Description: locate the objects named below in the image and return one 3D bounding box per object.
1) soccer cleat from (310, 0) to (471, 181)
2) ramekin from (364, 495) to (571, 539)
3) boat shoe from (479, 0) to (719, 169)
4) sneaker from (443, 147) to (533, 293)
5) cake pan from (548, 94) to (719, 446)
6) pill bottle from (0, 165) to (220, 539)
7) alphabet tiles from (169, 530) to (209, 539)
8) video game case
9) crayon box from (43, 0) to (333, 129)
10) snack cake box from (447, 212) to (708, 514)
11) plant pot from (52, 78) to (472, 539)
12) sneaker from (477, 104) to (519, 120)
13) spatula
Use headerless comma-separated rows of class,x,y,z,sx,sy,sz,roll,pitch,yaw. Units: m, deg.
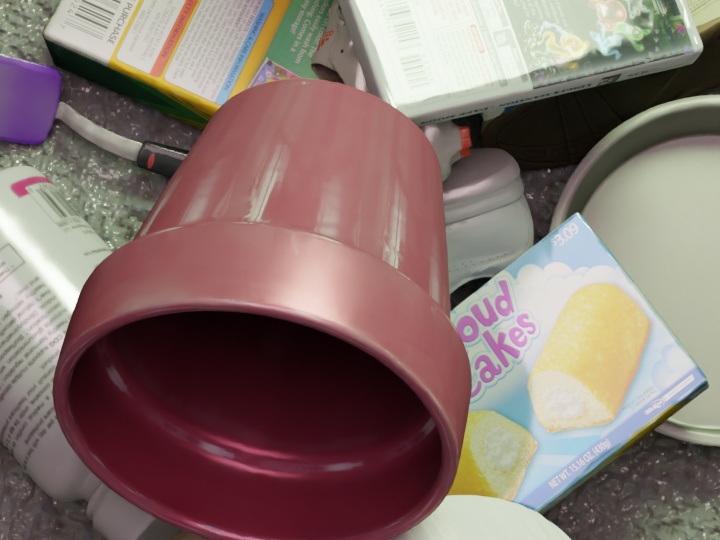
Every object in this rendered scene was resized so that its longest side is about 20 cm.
soccer cleat,0.007,-0.139,1.321,0.077,0.069,0.201,-10,77,-1
ramekin,0.050,0.212,1.243,0.199,0.098,0.201,-7,117,-14
boat shoe,0.156,-0.125,1.390,0.200,0.072,0.066,-27,50,6
sneaker,0.000,0.000,1.360,0.199,0.075,0.089,-13,114,8
cake pan,0.202,0.002,1.369,0.199,0.037,0.201,0,76,0
pill bottle,-0.155,0.051,1.318,0.113,0.113,0.200,-41,78,-9
alphabet tiles,-0.037,0.183,1.342,0.167,0.008,0.200,-38,79,-8
video game case,0.066,-0.183,1.294,0.181,0.023,0.201,-14,74,-17
crayon box,-0.062,-0.140,1.390,0.199,0.052,0.126,24,77,6
snack cake box,0.074,0.076,1.311,0.200,0.067,0.115,-38,80,4
plant pot,-0.035,0.012,1.210,0.199,0.200,0.180,11,52,3
sneaker,0.104,-0.169,1.366,0.089,0.079,0.201,-6,52,12
spatula,-0.139,-0.074,1.388,0.199,0.057,0.021,20,33,-2
